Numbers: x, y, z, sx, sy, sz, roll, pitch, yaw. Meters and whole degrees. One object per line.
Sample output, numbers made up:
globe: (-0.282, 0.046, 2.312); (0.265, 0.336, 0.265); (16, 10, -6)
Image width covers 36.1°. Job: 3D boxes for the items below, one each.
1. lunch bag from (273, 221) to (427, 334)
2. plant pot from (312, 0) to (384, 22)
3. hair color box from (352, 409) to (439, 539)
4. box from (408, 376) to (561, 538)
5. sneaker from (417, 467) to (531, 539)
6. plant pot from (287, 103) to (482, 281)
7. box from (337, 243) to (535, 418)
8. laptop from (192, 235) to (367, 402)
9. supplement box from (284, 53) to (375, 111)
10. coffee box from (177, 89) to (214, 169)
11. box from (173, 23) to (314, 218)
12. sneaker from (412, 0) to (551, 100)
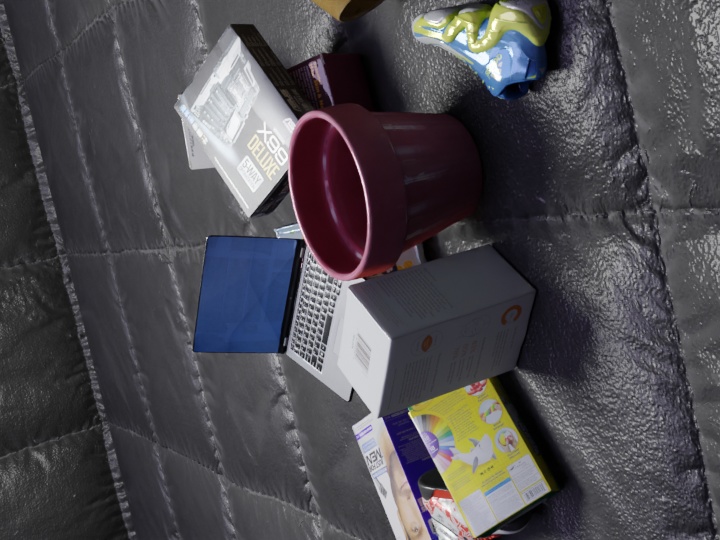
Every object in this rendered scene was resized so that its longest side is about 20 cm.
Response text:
lunch bag: (0.000, 0.000, 1.467); (0.198, 0.127, 0.171); (-6, 101, 36)
plant pot: (-0.043, -0.404, 1.313); (0.201, 0.185, 0.186); (58, 151, 5)
hair color box: (0.066, 0.293, 1.578); (0.202, 0.064, 0.109); (66, 152, 13)
box: (0.142, 0.206, 1.335); (0.117, 0.048, 0.201); (-35, 68, 17)
sneaker: (0.159, 0.327, 1.422); (0.201, 0.067, 0.109); (8, 122, 55)
plant pot: (0.035, -0.105, 1.295); (0.200, 0.178, 0.202); (40, 138, 48)
box: (0.085, 0.067, 1.266); (0.098, 0.198, 0.125); (49, 144, 39)
laptop: (-0.101, 0.064, 1.422); (0.199, 0.115, 0.189); (34, 129, 30)
supplement box: (-0.083, -0.210, 1.494); (0.199, 0.085, 0.112); (-15, 90, 40)
coffee box: (-0.219, -0.236, 1.720); (0.200, 0.079, 0.116); (-82, -14, -72)
box: (-0.143, -0.197, 1.456); (0.158, 0.050, 0.201); (-46, 71, 35)
sneaker: (0.125, -0.230, 1.170); (0.199, 0.075, 0.106); (12, 115, 60)
